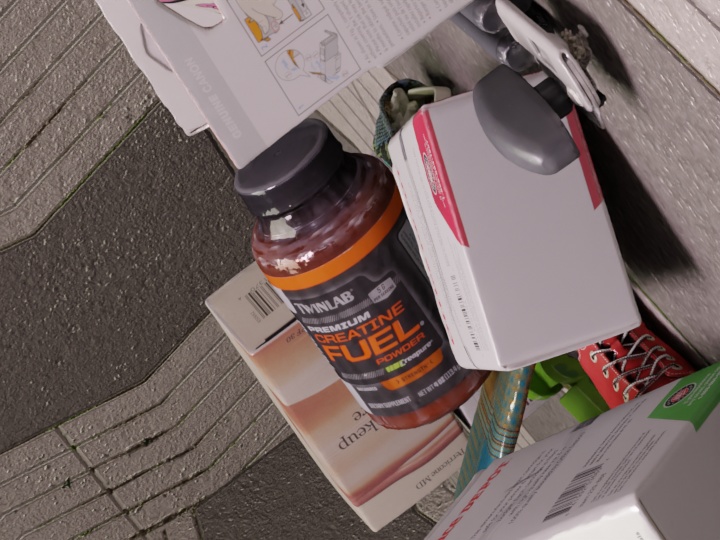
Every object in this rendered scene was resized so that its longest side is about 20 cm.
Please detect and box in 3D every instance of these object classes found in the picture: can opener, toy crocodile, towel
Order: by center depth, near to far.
[{"bbox_3d":[0.063,-0.120,1.135,0.053,0.066,0.200,56,180,-38],"label":"can opener"},{"bbox_3d":[0.096,0.078,1.487,0.022,0.202,0.147,13,-169,-4],"label":"towel"},{"bbox_3d":[0.167,0.087,1.573,0.200,0.062,0.067,49,155,0],"label":"toy crocodile"}]

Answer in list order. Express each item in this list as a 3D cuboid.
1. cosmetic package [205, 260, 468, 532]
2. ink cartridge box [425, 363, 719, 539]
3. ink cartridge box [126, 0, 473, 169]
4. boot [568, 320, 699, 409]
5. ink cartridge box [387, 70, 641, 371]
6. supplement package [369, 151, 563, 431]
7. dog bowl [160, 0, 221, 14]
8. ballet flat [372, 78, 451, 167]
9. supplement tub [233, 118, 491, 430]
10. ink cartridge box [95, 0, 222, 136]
[{"bbox_3d":[-0.011,0.076,1.609,0.200,0.103,0.087,56,174,-38],"label":"cosmetic package"},{"bbox_3d":[0.126,0.141,1.207,0.199,0.146,0.084,-29,100,44],"label":"ink cartridge box"},{"bbox_3d":[-0.040,-0.175,1.058,0.201,0.173,0.044,57,174,-31],"label":"ink cartridge box"},{"bbox_3d":[0.164,0.060,1.354,0.145,0.072,0.200,55,179,4],"label":"boot"},{"bbox_3d":[0.081,-0.024,1.272,0.200,0.083,0.146,156,96,-86],"label":"ink cartridge box"},{"bbox_3d":[0.069,0.009,1.631,0.110,0.113,0.201,46,170,51],"label":"supplement package"},{"bbox_3d":[-0.096,-0.229,1.180,0.199,0.073,0.202,17,112,50],"label":"dog bowl"},{"bbox_3d":[0.053,-0.082,1.480,0.074,0.074,0.200,56,173,-25],"label":"ballet flat"},{"bbox_3d":[0.000,0.000,1.461,0.200,0.107,0.107,54,176,-27],"label":"supplement tub"},{"bbox_3d":[-0.116,-0.215,1.620,0.145,0.084,0.201,57,-160,-29],"label":"ink cartridge box"}]
